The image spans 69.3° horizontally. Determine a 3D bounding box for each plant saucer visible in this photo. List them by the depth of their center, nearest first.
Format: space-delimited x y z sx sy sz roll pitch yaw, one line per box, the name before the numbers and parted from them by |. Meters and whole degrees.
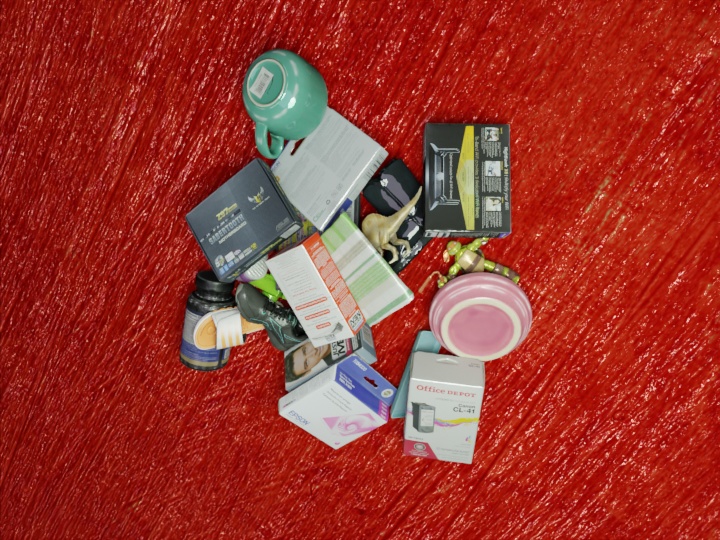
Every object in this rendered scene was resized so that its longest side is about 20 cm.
plant saucer | 0.230 0.101 1.001 0.196 0.051 0.204 5 124 7
plant saucer | 0.116 0.215 1.087 0.019 0.069 0.204 36 113 49

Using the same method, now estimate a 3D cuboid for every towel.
towel | 0.000 0.000 0.987 0.201 0.031 0.149 51 138 -1

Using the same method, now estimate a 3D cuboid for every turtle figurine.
turtle figurine | 0.217 -0.003 1.016 0.160 0.064 0.201 38 97 -3

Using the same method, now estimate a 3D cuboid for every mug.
mug | -0.151 -0.328 1.007 0.149 0.114 0.189 -11 84 22

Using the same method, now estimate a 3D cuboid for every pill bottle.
pill bottle | -0.335 0.110 1.158 0.110 0.112 0.204 15 103 11

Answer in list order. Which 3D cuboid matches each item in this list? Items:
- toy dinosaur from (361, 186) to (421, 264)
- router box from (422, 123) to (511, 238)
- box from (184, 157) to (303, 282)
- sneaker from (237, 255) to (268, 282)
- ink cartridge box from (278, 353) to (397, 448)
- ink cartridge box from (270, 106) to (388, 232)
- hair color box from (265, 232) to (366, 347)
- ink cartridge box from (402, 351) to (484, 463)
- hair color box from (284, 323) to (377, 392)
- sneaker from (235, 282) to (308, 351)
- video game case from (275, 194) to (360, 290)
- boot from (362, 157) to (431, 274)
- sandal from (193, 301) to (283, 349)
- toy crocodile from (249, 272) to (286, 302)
toy dinosaur | 0.048 -0.065 0.972 0.198 0.058 0.102 -33 85 27
router box | 0.192 -0.164 0.954 0.153 0.052 0.205 2 83 2
box | -0.232 -0.098 1.034 0.198 0.051 0.159 -34 77 9
sneaker | -0.245 -0.076 1.123 0.113 0.072 0.205 -11 69 54
ink cartridge box | -0.034 0.280 1.083 0.198 0.044 0.196 -33 127 18
ink cartridge box | -0.072 -0.208 1.038 0.200 0.043 0.197 43 100 30
hair color box | -0.086 0.041 1.013 0.110 0.064 0.203 -19 104 36
ink cartridge box | 0.162 0.275 1.036 0.144 0.086 0.204 5 120 8
hair color box | -0.067 0.181 1.100 0.198 0.100 0.061 -31 132 18
sneaker | -0.179 0.089 1.078 0.078 0.076 0.201 -15 134 25
video game case | -0.088 -0.059 1.079 0.177 0.025 0.205 0 86 12
boot | 0.062 -0.099 1.034 0.168 0.076 0.201 45 111 7
sandal | -0.251 0.115 1.105 0.203 0.059 0.081 -18 116 -23
toy crocodile | -0.152 0.046 1.128 0.196 0.062 0.069 19 87 14
